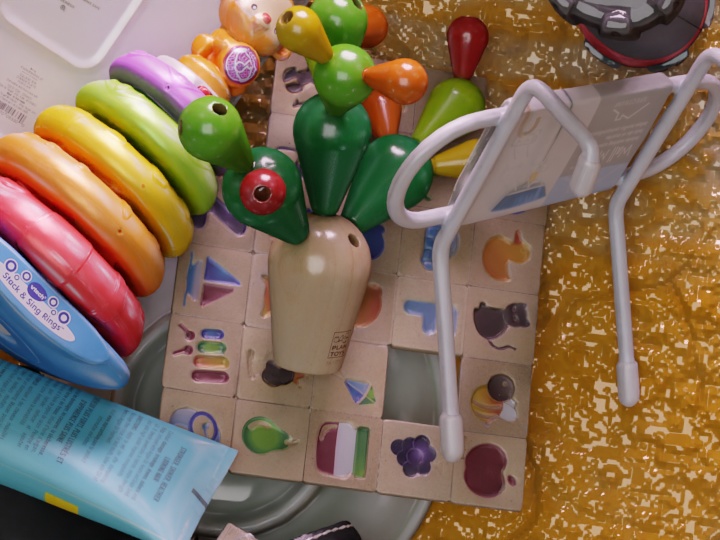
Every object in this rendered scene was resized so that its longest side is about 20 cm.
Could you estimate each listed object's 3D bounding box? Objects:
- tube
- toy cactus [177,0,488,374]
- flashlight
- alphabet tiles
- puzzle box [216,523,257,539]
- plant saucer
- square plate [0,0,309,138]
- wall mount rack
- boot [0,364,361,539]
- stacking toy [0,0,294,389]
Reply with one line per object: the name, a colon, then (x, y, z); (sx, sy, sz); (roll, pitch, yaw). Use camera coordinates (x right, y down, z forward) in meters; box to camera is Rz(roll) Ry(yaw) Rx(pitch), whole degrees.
tube: (-0.156, 0.063, 1.248); (0.199, 0.078, 0.051); (20, 130, 5)
toy cactus: (-0.004, -0.037, 1.261); (0.102, 0.200, 0.166); (13, 105, 25)
flashlight: (0.117, -0.119, 1.241); (0.067, 0.200, 0.068); (-20, 90, 7)
alphabet tiles: (0.000, 0.000, 1.314); (0.166, 0.008, 0.201); (8, 73, -8)
puzzle box: (-0.060, 0.221, 1.244); (0.133, 0.025, 0.201); (34, 88, -34)
plant saucer: (-0.059, 0.068, 1.347); (0.199, 0.050, 0.201); (0, 92, 8)
square plate: (-0.128, -0.125, 1.296); (0.200, 0.028, 0.199); (33, 93, -23)
wall mount rack: (0.093, -0.012, 1.269); (0.075, 0.199, 0.174); (50, 133, 28)
boot: (-0.109, 0.106, 1.292); (0.203, 0.074, 0.154); (-19, 73, -10)
stacking toy: (-0.095, -0.051, 1.270); (0.116, 0.110, 0.200); (45, 76, -15)
